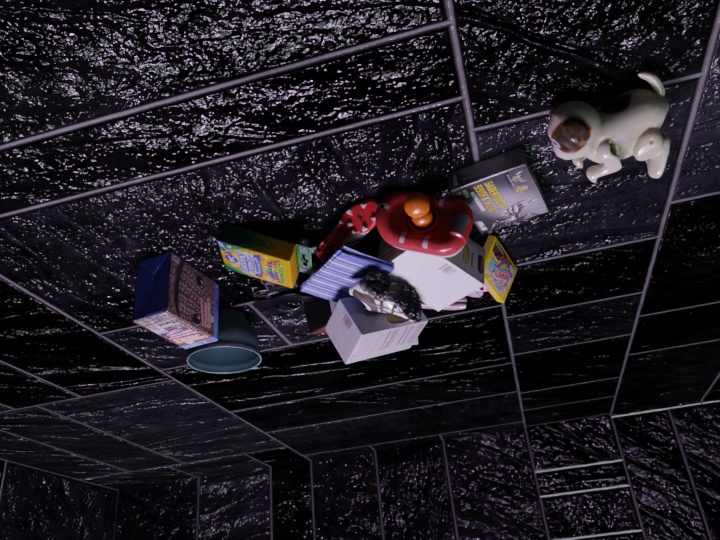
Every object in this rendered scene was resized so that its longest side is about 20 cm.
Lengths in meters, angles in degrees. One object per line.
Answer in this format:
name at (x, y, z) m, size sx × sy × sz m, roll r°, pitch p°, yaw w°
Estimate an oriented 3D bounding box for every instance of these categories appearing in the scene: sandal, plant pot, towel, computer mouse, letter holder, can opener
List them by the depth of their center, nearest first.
towel at (-0.033, 0.014, 1.450) m, size 0.145 × 0.024 × 0.200 m, roll 19°, pitch 143°, yaw -25°
can opener at (-0.095, -0.038, 1.517) m, size 0.200 × 0.079 × 0.063 m, roll 22°, pitch 103°, yaw -46°
computer mouse at (-0.206, 0.016, 1.595) m, size 0.138 × 0.053 × 0.200 m, roll -4°, pitch 163°, yaw -6°
letter holder at (-0.030, 0.088, 1.667) m, size 0.142 × 0.101 × 0.200 m, roll 4°, pitch 156°, yaw -42°
sandal at (-0.194, 0.089, 1.678) m, size 0.200 × 0.043 × 0.076 m, roll -11°, pitch 175°, yaw 40°
towel at (0.173, 0.084, 1.705) m, size 0.191 × 0.032 × 0.200 m, roll 3°, pitch 174°, yaw -2°
plant pot at (-0.377, 0.189, 1.781) m, size 0.200 × 0.134 × 0.200 m, roll -4°, pitch 152°, yaw -2°

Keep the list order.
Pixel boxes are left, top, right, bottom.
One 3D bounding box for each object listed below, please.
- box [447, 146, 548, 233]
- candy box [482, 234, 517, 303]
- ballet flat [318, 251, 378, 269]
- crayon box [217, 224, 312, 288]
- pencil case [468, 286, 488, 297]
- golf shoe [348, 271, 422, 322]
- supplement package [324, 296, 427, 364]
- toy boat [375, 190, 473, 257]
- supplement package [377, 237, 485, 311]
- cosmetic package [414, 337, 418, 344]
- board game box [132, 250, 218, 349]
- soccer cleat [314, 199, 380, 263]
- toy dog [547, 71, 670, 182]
box at (0.295, -0.163, 1.356) m, size 0.158 × 0.048 × 0.200 m, roll -18°, pitch 149°, yaw 22°
candy box at (0.341, -0.001, 1.607) m, size 0.026 × 0.102 × 0.200 m, roll 19°, pitch 167°, yaw 35°
ballet flat at (0.000, 0.000, 1.519) m, size 0.200 × 0.072 × 0.068 m, roll -8°, pitch 147°, yaw -33°
crayon box at (-0.211, -0.026, 1.438) m, size 0.200 × 0.052 × 0.126 m, roll 15°, pitch 151°, yaw 7°
pencil case at (0.226, 0.025, 1.641) m, size 0.200 × 0.088 × 0.087 m, roll 4°, pitch 150°, yaw -12°
golf shoe at (0.060, 0.064, 1.451) m, size 0.094 × 0.078 × 0.200 m, roll -19°, pitch 139°, yaw 40°
supplement package at (0.038, 0.127, 1.515) m, size 0.200 × 0.114 × 0.110 m, roll -9°, pitch 141°, yaw -36°
toy boat at (0.122, -0.112, 1.299) m, size 0.200 × 0.131 × 0.131 m, roll 12°, pitch 157°, yaw 26°
supplement package at (0.163, -0.023, 1.472) m, size 0.200 × 0.111 × 0.156 m, roll 31°, pitch 137°, yaw -25°
cosmetic package at (0.102, 0.162, 1.790) m, size 0.071 × 0.102 × 0.200 m, roll 0°, pitch 172°, yaw -9°
board game box at (-0.437, 0.075, 1.540) m, size 0.097 × 0.160 × 0.200 m, roll -16°, pitch 150°, yaw 17°
soccer cleat at (-0.021, -0.090, 1.424) m, size 0.200 × 0.069 × 0.085 m, roll -45°, pitch 175°, yaw 27°
toy dog at (0.435, -0.249, 1.141) m, size 0.200 × 0.140 × 0.194 m, roll -4°, pitch 138°, yaw -4°
